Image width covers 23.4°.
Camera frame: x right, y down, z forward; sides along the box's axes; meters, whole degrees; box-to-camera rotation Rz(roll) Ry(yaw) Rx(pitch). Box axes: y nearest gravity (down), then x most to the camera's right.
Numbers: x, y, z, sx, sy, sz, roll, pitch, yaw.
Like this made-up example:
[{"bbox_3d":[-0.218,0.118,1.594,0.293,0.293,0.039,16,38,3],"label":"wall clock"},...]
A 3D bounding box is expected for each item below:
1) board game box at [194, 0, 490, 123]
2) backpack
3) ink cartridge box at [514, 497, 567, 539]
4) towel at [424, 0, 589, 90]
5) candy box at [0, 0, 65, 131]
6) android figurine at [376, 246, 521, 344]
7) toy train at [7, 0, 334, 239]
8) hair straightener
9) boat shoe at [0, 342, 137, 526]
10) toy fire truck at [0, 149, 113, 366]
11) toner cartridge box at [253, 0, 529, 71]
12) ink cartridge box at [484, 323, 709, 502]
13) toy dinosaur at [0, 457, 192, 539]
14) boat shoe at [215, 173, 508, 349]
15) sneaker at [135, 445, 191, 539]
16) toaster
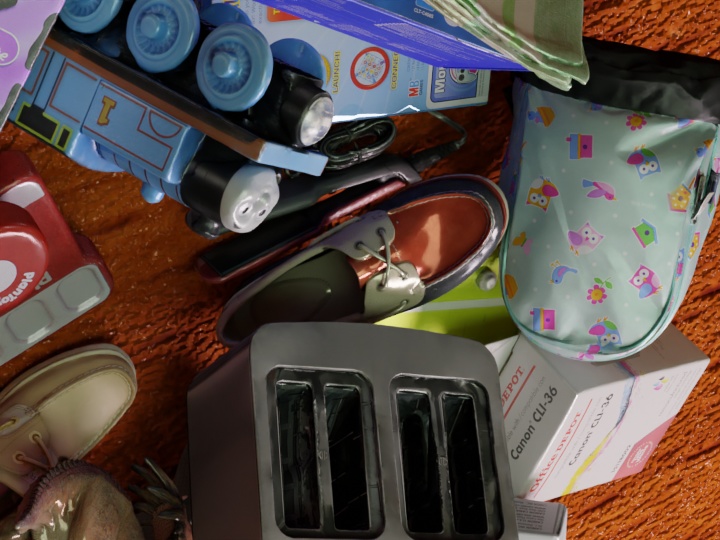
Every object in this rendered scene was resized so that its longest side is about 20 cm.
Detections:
[{"bbox_3d":[-0.010,-0.191,1.036,0.194,0.056,0.202,-9,119,-26],"label":"board game box"},{"bbox_3d":[0.153,-0.045,1.119,0.127,0.165,0.202,-31,132,-71],"label":"backpack"},{"bbox_3d":[0.043,0.233,1.232,0.198,0.044,0.175,6,119,12],"label":"ink cartridge box"},{"bbox_3d":[0.043,-0.192,0.931,0.199,0.153,0.023,30,130,-21],"label":"towel"},{"bbox_3d":[-0.217,-0.190,0.872,0.167,0.072,0.201,26,101,-16],"label":"candy box"},{"bbox_3d":[0.053,0.043,1.210,0.181,0.041,0.202,-1,117,-30],"label":"android figurine"},{"bbox_3d":[-0.106,-0.096,0.948,0.086,0.199,0.115,3,114,-62],"label":"toy train"},{"bbox_3d":[-0.021,-0.063,1.106,0.199,0.041,0.078,-23,125,-16],"label":"hair straightener"},{"bbox_3d":[-0.215,0.126,1.076,0.199,0.069,0.074,-38,128,-7],"label":"boat shoe"},{"bbox_3d":[-0.247,0.019,0.987,0.199,0.112,0.168,-34,146,-9],"label":"toy fire truck"},{"bbox_3d":[0.002,-0.158,0.960,0.199,0.095,0.044,15,87,-36],"label":"toner cartridge box"},{"bbox_3d":[0.145,0.100,1.232,0.199,0.068,0.117,-9,134,-43],"label":"ink cartridge box"},{"bbox_3d":[-0.157,0.157,1.046,0.136,0.086,0.200,-50,144,-15],"label":"toy dinosaur"},{"bbox_3d":[0.000,0.000,1.087,0.199,0.063,0.072,-24,90,18],"label":"boat shoe"},{"bbox_3d":[-0.123,0.186,1.164,0.200,0.070,0.080,-41,141,-2],"label":"sneaker"},{"bbox_3d":[-0.007,0.127,1.068,0.179,0.202,0.119,7,155,-26],"label":"toaster"}]
